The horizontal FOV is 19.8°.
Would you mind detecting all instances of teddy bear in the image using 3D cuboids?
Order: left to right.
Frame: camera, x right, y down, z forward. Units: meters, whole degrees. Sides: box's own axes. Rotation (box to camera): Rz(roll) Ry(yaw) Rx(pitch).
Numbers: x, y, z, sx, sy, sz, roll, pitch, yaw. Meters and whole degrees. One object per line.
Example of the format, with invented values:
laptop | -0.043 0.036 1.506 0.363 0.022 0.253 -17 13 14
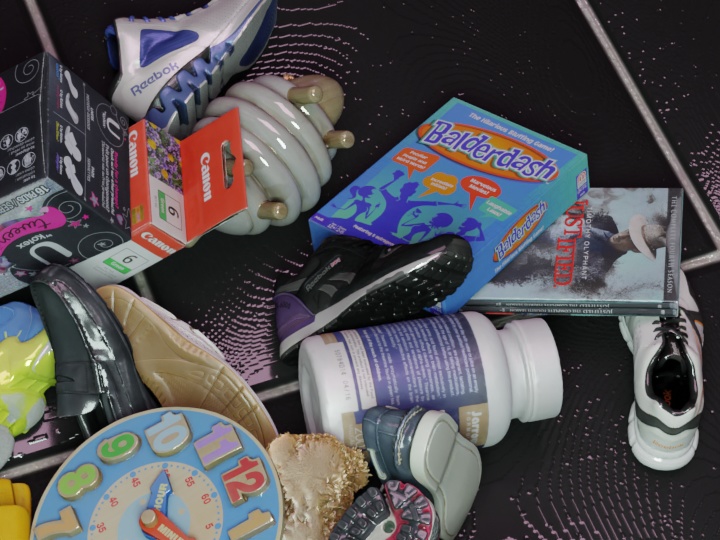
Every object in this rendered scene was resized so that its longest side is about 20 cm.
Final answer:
teddy bear | -0.049 0.225 1.568 0.144 0.067 0.201 -10 84 -16

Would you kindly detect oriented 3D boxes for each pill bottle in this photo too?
pill bottle | 0.056 0.094 1.659 0.199 0.111 0.111 -9 58 -10

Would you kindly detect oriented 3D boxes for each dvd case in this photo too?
dvd case | 0.173 -0.018 1.757 0.199 0.022 0.146 2 44 10

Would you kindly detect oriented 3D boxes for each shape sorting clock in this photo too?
shape sorting clock | -0.151 0.189 1.515 0.199 0.039 0.201 -7 55 9

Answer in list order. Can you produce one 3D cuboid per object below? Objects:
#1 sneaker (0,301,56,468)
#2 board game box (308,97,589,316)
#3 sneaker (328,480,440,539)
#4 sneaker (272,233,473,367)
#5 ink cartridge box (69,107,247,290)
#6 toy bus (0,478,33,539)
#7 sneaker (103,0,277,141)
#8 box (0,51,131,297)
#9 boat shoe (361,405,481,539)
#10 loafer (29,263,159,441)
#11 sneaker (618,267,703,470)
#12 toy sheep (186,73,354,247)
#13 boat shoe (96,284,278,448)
sneaker | -0.312 0.100 1.659 0.105 0.076 0.200 27 57 34
board game box | 0.077 -0.057 1.768 0.152 0.045 0.200 26 52 33
sneaker | -0.015 0.244 1.504 0.200 0.075 0.081 -42 64 -3
sneaker | 0.000 0.000 1.671 0.076 0.200 0.088 14 55 -49
ink cartridge box | -0.187 -0.060 1.707 0.199 0.050 0.109 -28 52 28
toy bus | -0.278 0.247 1.547 0.065 0.078 0.201 -2 57 -7
sneaker | -0.165 -0.206 1.856 0.115 0.081 0.200 30 61 12
box | -0.296 -0.063 1.679 0.199 0.115 0.133 -23 54 25
boat shoe | 0.045 0.154 1.573 0.062 0.200 0.075 16 75 20
loafer | -0.209 0.091 1.613 0.070 0.068 0.201 -32 102 -32
sneaker | 0.259 0.063 1.718 0.073 0.080 0.201 1 55 -2
toy sheep | -0.087 -0.095 1.761 0.138 0.138 0.200 39 67 19
boat shoe | -0.137 0.083 1.674 0.200 0.069 0.071 46 102 3
